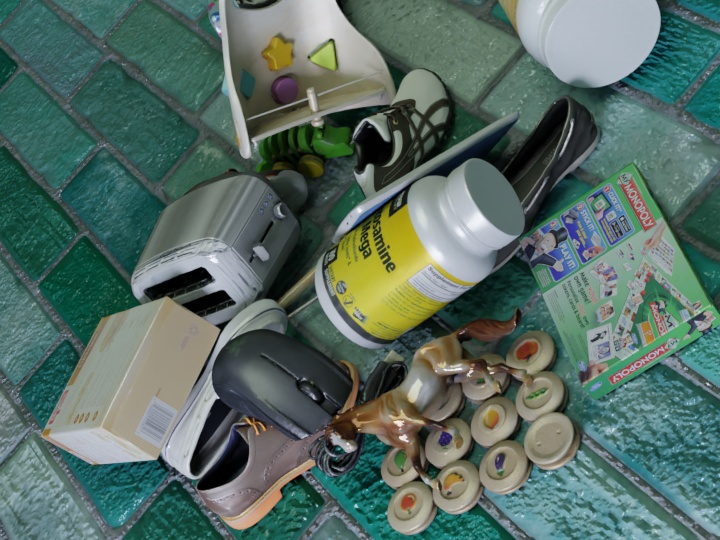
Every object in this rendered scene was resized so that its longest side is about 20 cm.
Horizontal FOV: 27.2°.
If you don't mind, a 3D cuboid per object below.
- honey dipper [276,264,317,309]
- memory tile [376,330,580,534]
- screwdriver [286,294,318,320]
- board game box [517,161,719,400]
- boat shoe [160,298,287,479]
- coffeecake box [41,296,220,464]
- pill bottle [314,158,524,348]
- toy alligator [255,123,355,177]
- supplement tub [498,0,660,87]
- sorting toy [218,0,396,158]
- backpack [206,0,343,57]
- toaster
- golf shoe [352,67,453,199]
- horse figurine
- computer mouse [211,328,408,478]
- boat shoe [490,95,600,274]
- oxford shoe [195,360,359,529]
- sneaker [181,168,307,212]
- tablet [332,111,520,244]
[{"bbox_3d":[-0.064,0.020,1.597,0.200,0.038,0.038,-42,40,-1],"label":"honey dipper"},{"bbox_3d":[0.101,0.147,1.361,0.199,0.017,0.154,-28,44,20],"label":"memory tile"},{"bbox_3d":[0.000,0.000,1.564,0.199,0.029,0.028,-39,41,15],"label":"screwdriver"},{"bbox_3d":[0.232,0.006,1.354,0.134,0.029,0.201,-33,42,15],"label":"board game box"},{"bbox_3d":[-0.133,0.125,1.540,0.201,0.072,0.066,-52,45,-5],"label":"boat shoe"},{"bbox_3d":[-0.249,0.122,1.589,0.199,0.073,0.155,-15,46,60],"label":"coffeecake box"},{"bbox_3d":[0.058,-0.018,1.428,0.199,0.112,0.113,-37,39,32],"label":"pill bottle"},{"bbox_3d":[-0.052,-0.147,1.700,0.198,0.054,0.060,-12,51,34],"label":"toy alligator"},{"bbox_3d":[0.214,-0.293,1.522,0.144,0.144,0.201,-34,42,14],"label":"supplement tub"},{"bbox_3d":[-0.083,-0.244,1.641,0.198,0.182,0.106,-23,19,-26],"label":"sorting toy"},{"bbox_3d":[-0.096,-0.319,1.787,0.149,0.178,0.201,-23,41,17],"label":"backpack"},{"bbox_3d":[-0.167,-0.015,1.629,0.198,0.114,0.130,-18,33,35],"label":"toaster"},{"bbox_3d":[0.042,-0.153,1.597,0.077,0.094,0.202,-14,48,33],"label":"golf shoe"},{"bbox_3d":[0.070,0.111,1.356,0.200,0.050,0.132,-48,43,-15],"label":"horse figurine"},{"bbox_3d":[-0.064,0.104,1.432,0.198,0.053,0.139,20,58,29],"label":"computer mouse"},{"bbox_3d":[0.158,-0.087,1.470,0.201,0.057,0.067,-51,42,-5],"label":"boat shoe"},{"bbox_3d":[-0.080,0.162,1.460,0.201,0.073,0.071,-51,40,-5],"label":"oxford shoe"},{"bbox_3d":[-0.145,-0.093,1.722,0.198,0.077,0.083,-16,45,31],"label":"sneaker"},{"bbox_3d":[0.063,-0.092,1.480,0.199,0.014,0.130,-32,-5,-17],"label":"tablet"}]
